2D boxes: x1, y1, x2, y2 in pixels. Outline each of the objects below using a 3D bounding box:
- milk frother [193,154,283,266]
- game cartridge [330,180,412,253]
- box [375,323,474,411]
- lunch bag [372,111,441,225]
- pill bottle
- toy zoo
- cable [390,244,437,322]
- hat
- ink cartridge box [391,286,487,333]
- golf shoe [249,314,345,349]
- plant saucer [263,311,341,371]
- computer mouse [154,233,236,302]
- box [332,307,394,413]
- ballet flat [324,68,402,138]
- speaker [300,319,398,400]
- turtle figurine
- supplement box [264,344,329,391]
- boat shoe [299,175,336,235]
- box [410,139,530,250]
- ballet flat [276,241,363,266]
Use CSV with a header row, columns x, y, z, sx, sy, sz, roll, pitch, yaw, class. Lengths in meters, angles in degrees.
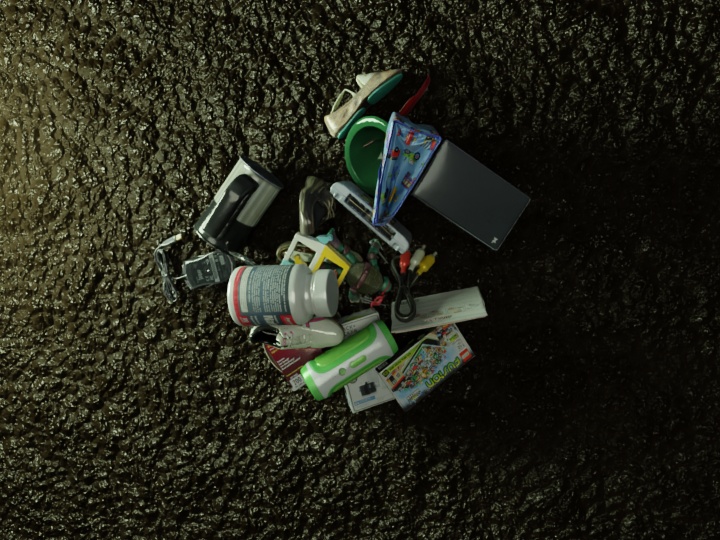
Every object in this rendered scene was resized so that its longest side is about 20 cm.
x,y,z,sx,sy,sz,roll,pitch,yaw,class
-0.228,-0.107,1.182,0.199,0.181,0.189,34,102,-20,milk frother
0.028,-0.117,1.157,0.199,0.133,0.041,41,100,-1,game cartridge
0.142,0.201,1.201,0.199,0.035,0.111,-37,101,-7,box
0.069,-0.176,1.021,0.093,0.151,0.203,18,110,-4,lunch bag
-0.149,0.048,1.080,0.196,0.120,0.122,-3,97,14,pill bottle
-0.105,0.012,1.134,0.130,0.020,0.202,31,113,0,toy zoo
0.095,0.018,1.158,0.095,0.201,0.051,12,134,15,cable
0.086,-0.275,1.186,0.167,0.175,0.200,55,140,2,hat
0.163,0.096,1.147,0.196,0.174,0.044,-11,107,8,ink cartridge box
-0.131,0.136,1.125,0.196,0.092,0.074,3,117,15,golf shoe
-0.128,0.149,1.263,0.196,0.032,0.204,1,98,7,plant saucer
-0.379,-0.023,1.267,0.197,0.046,0.143,-20,90,14,computer mouse
0.005,0.198,1.219,0.115,0.060,0.204,-15,99,-9,box
-0.001,-0.371,1.162,0.200,0.068,0.067,-42,84,8,ballet flat
-0.022,0.185,1.137,0.198,0.088,0.089,-31,94,-6,speaker
0.000,0.000,1.171,0.198,0.101,0.151,28,96,-17,turtle figurine
-0.153,0.150,1.220,0.108,0.061,0.202,-33,92,10,supplement box
-0.086,-0.141,1.140,0.072,0.201,0.075,2,127,1,boat shoe
0.198,-0.156,1.084,0.198,0.199,0.124,31,101,-10,box
-0.094,-0.021,1.220,0.196,0.062,0.069,7,98,5,ballet flat
